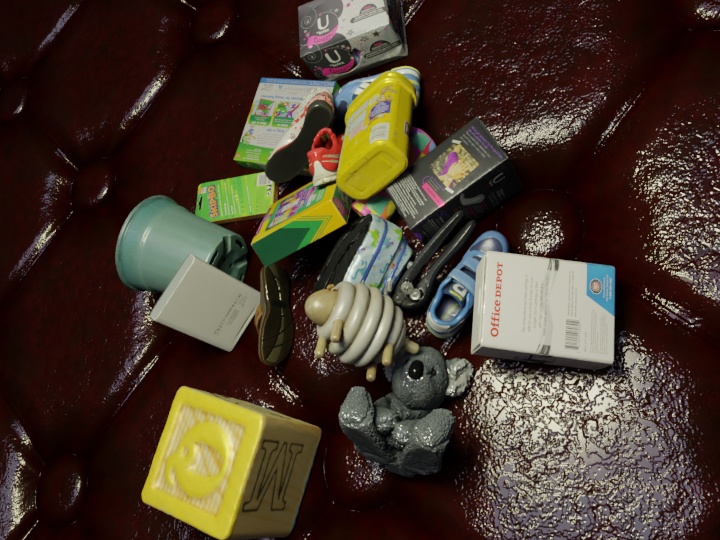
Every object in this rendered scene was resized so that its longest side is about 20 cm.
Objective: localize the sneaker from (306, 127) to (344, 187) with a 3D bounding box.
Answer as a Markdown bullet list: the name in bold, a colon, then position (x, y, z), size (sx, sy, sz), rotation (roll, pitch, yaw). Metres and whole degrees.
- **sneaker**: position (-0.049, -0.230, 1.254), size (0.076, 0.086, 0.201), rotation (-12, 25, 19)

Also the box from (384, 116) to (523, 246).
- **box**: position (0.161, -0.144, 1.156), size (0.199, 0.122, 0.107), rotation (-35, 60, 11)

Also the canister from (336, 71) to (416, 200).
- **canister**: position (0.028, -0.238, 1.184), size (0.148, 0.086, 0.202), rotation (-35, 34, 38)

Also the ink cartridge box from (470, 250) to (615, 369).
- **ink cartridge box**: position (0.274, 0.062, 1.011), size (0.197, 0.086, 0.149), rotation (7, 74, 2)

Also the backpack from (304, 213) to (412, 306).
- **backpack**: position (0.000, 0.000, 1.171), size (0.152, 0.163, 0.203), rotation (15, 90, -12)

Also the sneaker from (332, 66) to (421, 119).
- **sneaker**: position (0.027, -0.332, 1.316), size (0.198, 0.074, 0.083), rotation (-15, 69, 22)

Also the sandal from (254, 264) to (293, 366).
- **sandal**: position (-0.175, 0.085, 1.271), size (0.054, 0.081, 0.203), rotation (-22, 65, 35)

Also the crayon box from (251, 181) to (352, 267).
- **crayon box**: position (-0.101, -0.105, 1.243), size (0.171, 0.059, 0.201), rotation (-26, 21, 15)

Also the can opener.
- **can opener**: position (0.121, -0.016, 1.134), size (0.063, 0.079, 0.201), rotation (33, 105, 4)

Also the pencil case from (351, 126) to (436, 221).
- **pencil case**: position (0.062, -0.169, 1.240), size (0.088, 0.088, 0.201), rotation (33, 90, 30)

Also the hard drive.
- **hard drive**: position (-0.282, 0.066, 1.255), size (0.027, 0.200, 0.133), rotation (31, 87, 39)

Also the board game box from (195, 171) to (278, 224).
- **board game box**: position (-0.265, -0.152, 1.422), size (0.197, 0.030, 0.097), rotation (-5, 70, 22)

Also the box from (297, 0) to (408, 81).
- **box**: position (-0.017, -0.488, 1.365), size (0.197, 0.115, 0.134), rotation (-13, 67, 22)

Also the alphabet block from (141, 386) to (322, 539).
- **alphabet block**: position (-0.212, 0.327, 1.134), size (0.193, 0.200, 0.199), rotation (10, 77, 27)

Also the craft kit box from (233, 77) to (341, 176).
- **craft kit box**: position (-0.153, -0.306, 1.411), size (0.198, 0.048, 0.200), rotation (12, 76, 29)

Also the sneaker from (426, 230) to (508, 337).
- **sneaker**: position (0.178, 0.023, 1.101), size (0.074, 0.082, 0.201), rotation (33, 90, 18)

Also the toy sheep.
- **toy sheep**: position (0.003, 0.089, 1.032), size (0.138, 0.198, 0.139), rotation (-51, 21, 28)

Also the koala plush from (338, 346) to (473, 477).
- **koala plush**: position (0.083, 0.209, 1.076), size (0.175, 0.185, 0.202), rotation (10, 56, 19)

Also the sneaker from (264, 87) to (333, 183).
- **sneaker**: position (-0.117, -0.270, 1.327), size (0.202, 0.067, 0.109), rotation (-48, 23, 30)

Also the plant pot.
- **plant pot**: position (-0.343, -0.028, 1.334), size (0.194, 0.200, 0.203), rotation (17, 80, 21)
